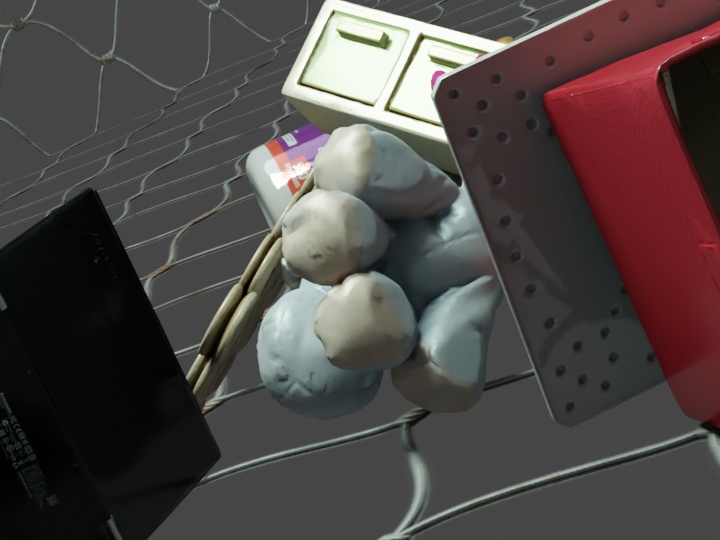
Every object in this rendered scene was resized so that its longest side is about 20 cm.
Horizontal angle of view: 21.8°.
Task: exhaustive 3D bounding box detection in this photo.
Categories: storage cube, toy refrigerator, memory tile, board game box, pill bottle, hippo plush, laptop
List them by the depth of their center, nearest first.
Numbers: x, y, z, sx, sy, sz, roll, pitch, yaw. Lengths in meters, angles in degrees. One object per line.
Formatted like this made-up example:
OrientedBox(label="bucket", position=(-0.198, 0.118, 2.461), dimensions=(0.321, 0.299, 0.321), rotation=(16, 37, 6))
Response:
OrientedBox(label="storage cube", position=(0.206, -0.035, 0.811), dimensions=(0.171, 0.200, 0.180), rotation=(-26, 6, -7))
OrientedBox(label="board game box", position=(0.152, -0.048, 0.927), dimensions=(0.200, 0.200, 0.026), rotation=(-26, 25, -7))
OrientedBox(label="laptop", position=(-0.199, 0.083, 1.068), dimensions=(0.200, 0.187, 0.116), rotation=(-26, 12, -7))
OrientedBox(label="hippo plush", position=(0.000, 0.000, 1.103), dimensions=(0.161, 0.159, 0.200), rotation=(-25, 25, 49))
OrientedBox(label="toy refrigerator", position=(0.054, -0.111, 1.210), dimensions=(0.200, 0.070, 0.076), rotation=(20, 79, 32))
OrientedBox(label="memory tile", position=(-0.071, 0.018, 1.230), dimensions=(0.200, 0.017, 0.153), rotation=(-59, -2, -46))
OrientedBox(label="pill bottle", position=(0.015, -0.085, 1.528), dimensions=(0.200, 0.112, 0.112), rotation=(-26, 13, -5))

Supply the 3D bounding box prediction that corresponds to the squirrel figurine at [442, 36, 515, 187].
OrientedBox(label="squirrel figurine", position=(0.058, -0.052, 1.335), dimensions=(0.187, 0.142, 0.200), rotation=(-37, 7, -6))
